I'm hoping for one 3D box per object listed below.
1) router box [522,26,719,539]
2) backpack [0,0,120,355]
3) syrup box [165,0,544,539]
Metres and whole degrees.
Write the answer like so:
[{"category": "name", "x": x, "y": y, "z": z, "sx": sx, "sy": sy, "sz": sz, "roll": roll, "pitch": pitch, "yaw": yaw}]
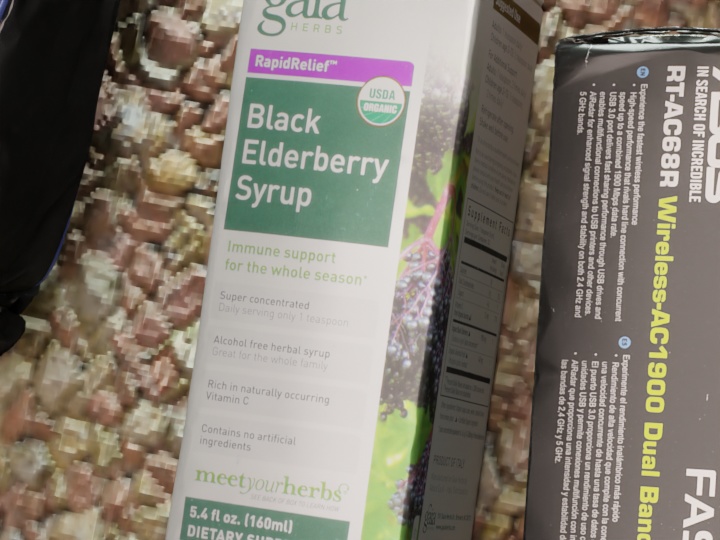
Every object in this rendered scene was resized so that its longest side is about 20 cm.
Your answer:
[{"category": "router box", "x": 0.097, "y": 0.044, "z": 0.712, "sx": 0.062, "sy": 0.150, "sz": 0.201, "roll": 1, "pitch": 83, "yaw": 20}, {"category": "backpack", "x": -0.185, "y": -0.092, "z": 0.837, "sx": 0.190, "sy": 0.154, "sz": 0.201, "roll": 19, "pitch": 93, "yaw": 31}, {"category": "syrup box", "x": 0.000, "y": 0.000, "z": 0.789, "sx": 0.078, "sy": 0.081, "sz": 0.201, "roll": 7, "pitch": 87, "yaw": 19}]
